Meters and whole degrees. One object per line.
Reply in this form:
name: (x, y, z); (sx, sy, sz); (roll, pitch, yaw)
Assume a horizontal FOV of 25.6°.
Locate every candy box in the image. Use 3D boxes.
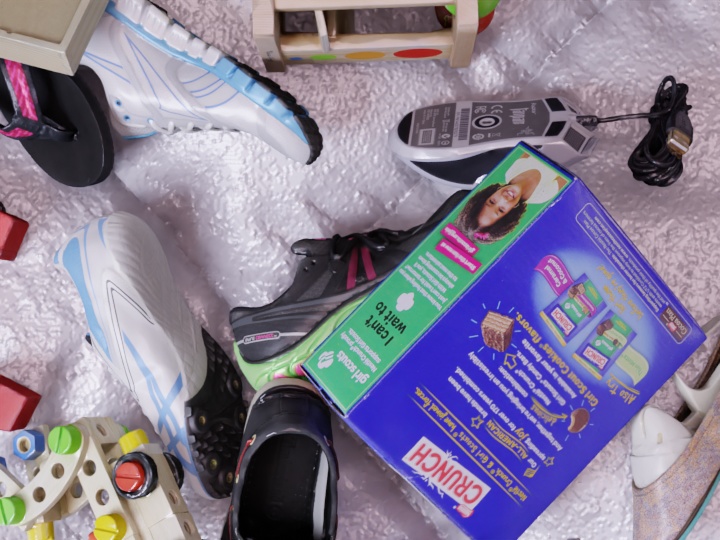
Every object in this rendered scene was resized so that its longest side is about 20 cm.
candy box: (0.092, 0.052, 0.991); (0.200, 0.077, 0.169); (-46, 123, -3)

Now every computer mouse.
computer mouse: (0.118, -0.082, 1.037); (0.198, 0.110, 0.044); (-3, 124, 11)

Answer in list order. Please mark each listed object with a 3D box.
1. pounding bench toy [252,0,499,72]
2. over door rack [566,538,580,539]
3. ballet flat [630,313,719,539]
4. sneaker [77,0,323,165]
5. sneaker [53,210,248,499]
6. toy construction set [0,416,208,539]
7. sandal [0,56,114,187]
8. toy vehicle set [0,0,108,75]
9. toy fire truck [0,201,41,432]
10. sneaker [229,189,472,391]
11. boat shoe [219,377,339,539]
pounding bench toy: (0.011, -0.203, 0.978); (0.154, 0.200, 0.125); (-1, 87, 1)
over door rack: (0.061, 0.241, 0.965); (0.066, 0.199, 0.149); (-9, 87, -37)
ballet flat: (0.216, 0.093, 1.029); (0.067, 0.068, 0.201); (36, 78, -8)
sneaker: (-0.117, -0.114, 1.046); (0.199, 0.075, 0.087); (33, 94, 10)
sneaker: (-0.135, 0.059, 1.041); (0.072, 0.072, 0.201); (-23, 94, 34)
toy construction set: (-0.160, 0.177, 1.009); (0.131, 0.092, 0.201); (-32, 88, 17)
sandal: (-0.236, -0.130, 1.040); (0.200, 0.045, 0.075); (51, 128, 8)
toy vehicle set: (-0.207, -0.229, 1.026); (0.123, 0.027, 0.201); (16, 67, 10)
toy fire truck: (-0.290, 0.009, 1.046); (0.199, 0.049, 0.142); (23, 88, 2)
sneaker: (0.000, 0.000, 1.029); (0.199, 0.077, 0.084); (-33, 72, -12)
boat shoe: (-0.053, 0.171, 1.000); (0.073, 0.063, 0.203); (4, 114, -4)
